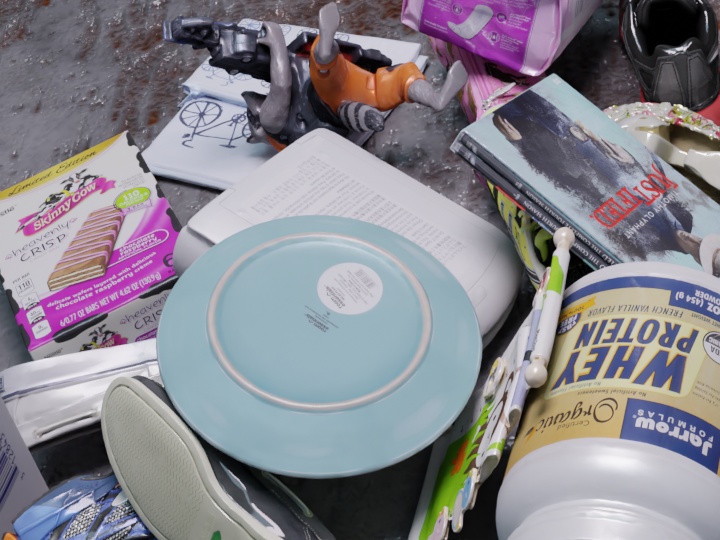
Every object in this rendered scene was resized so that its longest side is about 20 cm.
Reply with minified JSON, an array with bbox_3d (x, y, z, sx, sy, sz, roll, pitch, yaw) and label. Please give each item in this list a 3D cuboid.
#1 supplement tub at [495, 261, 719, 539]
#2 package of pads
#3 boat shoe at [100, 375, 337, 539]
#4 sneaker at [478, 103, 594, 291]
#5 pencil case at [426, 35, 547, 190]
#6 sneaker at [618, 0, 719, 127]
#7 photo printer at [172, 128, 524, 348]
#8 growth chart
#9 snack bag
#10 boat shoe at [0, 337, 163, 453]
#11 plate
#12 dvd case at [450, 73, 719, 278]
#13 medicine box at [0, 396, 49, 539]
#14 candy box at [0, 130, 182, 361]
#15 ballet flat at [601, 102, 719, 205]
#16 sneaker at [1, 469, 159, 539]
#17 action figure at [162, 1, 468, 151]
[{"bbox_3d":[0.156,0.110,0.981,0.143,0.145,0.201,1,45,20],"label":"supplement tub"},{"bbox_3d":[0.123,-0.225,1.289,0.120,0.076,0.200,23,37,14],"label":"package of pads"},{"bbox_3d":[-0.081,0.139,1.050,0.200,0.072,0.067,43,30,19],"label":"boat shoe"},{"bbox_3d":[0.131,-0.037,1.151,0.075,0.076,0.201,-33,60,10],"label":"sneaker"},{"bbox_3d":[0.103,-0.140,1.307,0.082,0.087,0.201,-3,39,-9],"label":"pencil case"},{"bbox_3d":[0.230,-0.185,1.307,0.070,0.098,0.201,-12,41,9],"label":"sneaker"},{"bbox_3d":[0.000,0.000,1.170,0.199,0.070,0.166,31,46,22],"label":"photo printer"},{"bbox_3d":[0.073,0.087,1.024,0.018,0.201,0.145,24,38,-5],"label":"growth chart"},{"bbox_3d":[-0.070,-0.130,1.406,0.187,0.022,0.200,14,51,30],"label":"snack bag"},{"bbox_3d":[-0.141,0.082,1.170,0.198,0.072,0.066,-9,78,-17],"label":"boat shoe"},{"bbox_3d":[-0.025,0.036,1.060,0.198,0.026,0.201,1,50,-1],"label":"plate"},{"bbox_3d":[0.168,-0.043,1.124,0.200,0.022,0.146,42,36,11],"label":"dvd case"},{"bbox_3d":[-0.324,0.119,1.103,0.198,0.183,0.103,1,45,20],"label":"medicine box"},{"bbox_3d":[-0.194,-0.007,1.277,0.136,0.061,0.200,-27,39,-7],"label":"candy box"},{"bbox_3d":[0.227,-0.077,1.205,0.199,0.064,0.076,18,91,33],"label":"ballet flat"},{"bbox_3d":[-0.126,0.147,1.104,0.200,0.076,0.078,-39,59,-15],"label":"sneaker"},{"bbox_3d":[-0.044,-0.132,1.275,0.198,0.193,0.106,7,77,-26],"label":"action figure"}]
